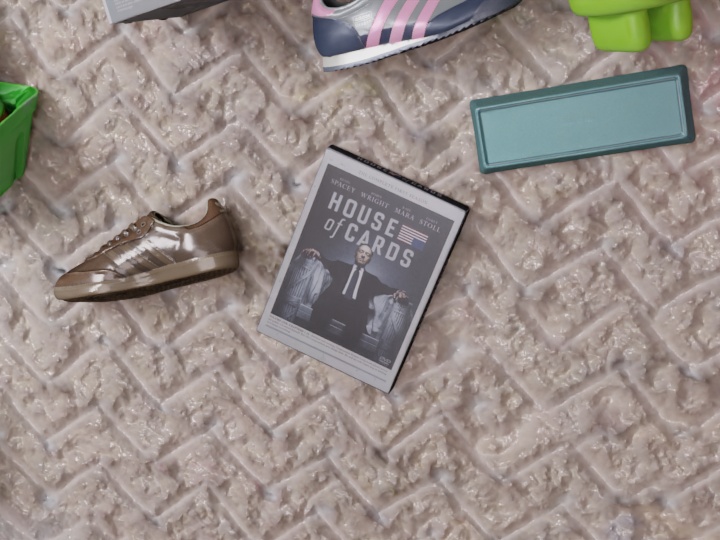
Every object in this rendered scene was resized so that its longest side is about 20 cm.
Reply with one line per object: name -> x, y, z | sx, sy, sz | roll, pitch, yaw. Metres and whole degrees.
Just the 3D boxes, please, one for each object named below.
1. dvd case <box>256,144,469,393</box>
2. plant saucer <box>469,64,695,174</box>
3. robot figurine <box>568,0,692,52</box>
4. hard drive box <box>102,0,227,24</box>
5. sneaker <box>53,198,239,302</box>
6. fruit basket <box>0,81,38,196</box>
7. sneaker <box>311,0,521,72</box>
dvd case -> 0.000, 0.000, 1.202 | 0.149, 0.025, 0.202 | 24, 108, 7
plant saucer -> 0.200, -0.135, 1.125 | 0.198, 0.019, 0.071 | -8, 101, 14
robot figurine -> 0.222, -0.286, 1.028 | 0.174, 0.116, 0.202 | -16, 106, -17
hard drive box -> -0.189, -0.330, 1.103 | 0.076, 0.156, 0.202 | -13, 99, 17
sneaker -> -0.215, -0.017, 1.239 | 0.198, 0.070, 0.076 | -11, 81, 13
fruit basket -> -0.426, -0.178, 1.211 | 0.213, 0.156, 0.218 | 8, 122, 12
sneaker -> 0.045, -0.241, 1.107 | 0.198, 0.070, 0.083 | -14, 101, 19
